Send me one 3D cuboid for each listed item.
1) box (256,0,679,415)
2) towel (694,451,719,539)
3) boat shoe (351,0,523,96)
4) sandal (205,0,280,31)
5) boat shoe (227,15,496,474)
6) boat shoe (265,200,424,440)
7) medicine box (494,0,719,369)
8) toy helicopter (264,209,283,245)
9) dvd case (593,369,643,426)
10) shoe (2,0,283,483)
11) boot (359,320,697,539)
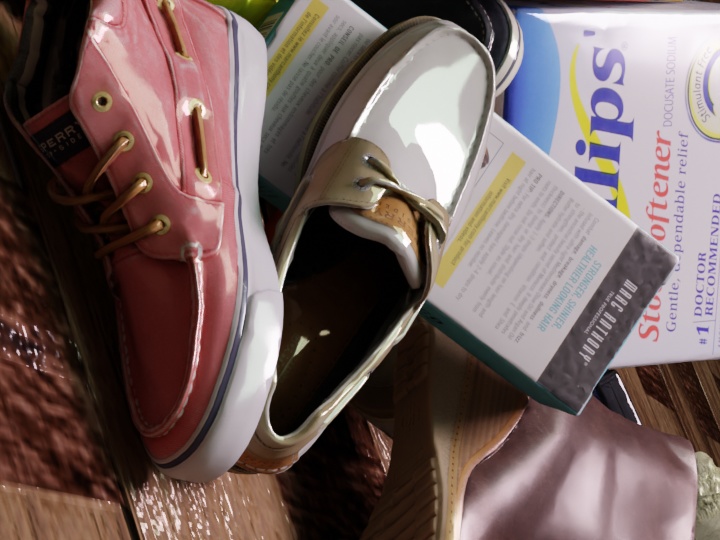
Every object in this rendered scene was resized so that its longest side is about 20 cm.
[{"bbox_3d":[0.031,-0.030,0.867,0.199,0.083,0.049,37,-7,-13],"label":"box"},{"bbox_3d":[0.176,0.216,1.151,0.149,0.036,0.201,-110,-151,-45],"label":"towel"},{"bbox_3d":[-0.008,-0.140,0.990,0.200,0.075,0.062,37,7,27],"label":"boat shoe"},{"bbox_3d":[-0.110,-0.140,0.847,0.087,0.079,0.200,47,0,39],"label":"sandal"},{"bbox_3d":[0.004,-0.011,0.789,0.074,0.201,0.068,31,-16,-17],"label":"boat shoe"},{"bbox_3d":[0.000,0.000,1.029,0.067,0.073,0.201,67,9,-54],"label":"boat shoe"},{"bbox_3d":[0.126,-0.048,1.076,0.103,0.198,0.184,17,-73,57],"label":"medicine box"},{"bbox_3d":[-0.052,-0.089,0.989,0.132,0.079,0.201,34,17,-37],"label":"toy helicopter"},{"bbox_3d":[0.120,0.122,1.144,0.144,0.017,0.200,64,-20,-6],"label":"dvd case"},{"bbox_3d":[-0.084,-0.025,0.751,0.091,0.071,0.202,24,51,-36],"label":"shoe"},{"bbox_3d":[0.082,0.126,0.906,0.165,0.072,0.201,27,51,-23],"label":"boot"}]
